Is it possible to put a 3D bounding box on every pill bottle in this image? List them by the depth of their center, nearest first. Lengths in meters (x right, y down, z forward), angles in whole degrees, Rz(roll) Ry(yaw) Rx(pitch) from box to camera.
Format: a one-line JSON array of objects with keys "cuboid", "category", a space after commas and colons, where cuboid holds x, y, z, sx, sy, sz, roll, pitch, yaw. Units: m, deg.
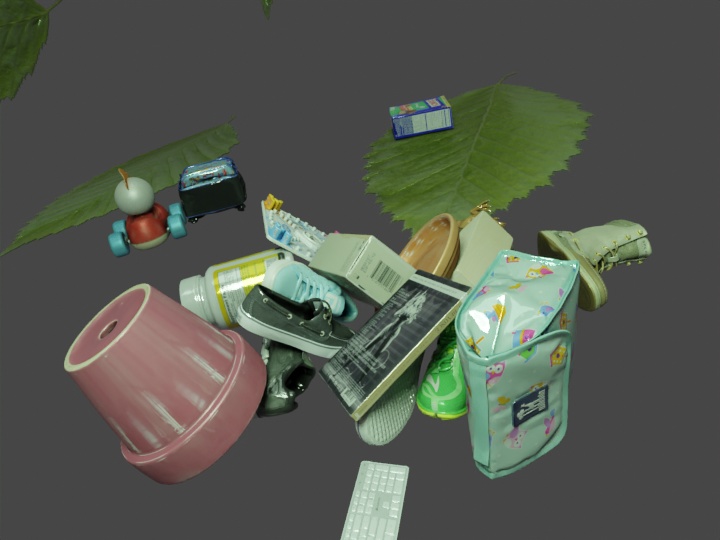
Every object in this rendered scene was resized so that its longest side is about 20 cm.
[{"cuboid": [-0.201, 0.035, 0.920, 0.196, 0.116, 0.115, -15, 28, -5], "category": "pill bottle"}]

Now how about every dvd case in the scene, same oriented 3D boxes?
[{"cuboid": [0.039, 0.083, 0.664, 0.200, 0.016, 0.148, -45, 19, -8], "category": "dvd case"}]

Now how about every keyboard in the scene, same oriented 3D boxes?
[{"cuboid": [0.006, 0.271, 0.518, 0.055, 0.011, 0.201, -4, 30, 17], "category": "keyboard"}]

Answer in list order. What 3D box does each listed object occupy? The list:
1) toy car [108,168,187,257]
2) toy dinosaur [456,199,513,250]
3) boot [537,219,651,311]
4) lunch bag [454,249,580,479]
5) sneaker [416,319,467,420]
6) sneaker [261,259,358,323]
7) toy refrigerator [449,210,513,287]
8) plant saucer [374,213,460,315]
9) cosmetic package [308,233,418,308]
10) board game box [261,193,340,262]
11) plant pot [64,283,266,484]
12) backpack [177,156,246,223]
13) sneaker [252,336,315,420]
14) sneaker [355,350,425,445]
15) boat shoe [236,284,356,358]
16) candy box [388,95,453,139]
[{"cuboid": [-0.561, -0.169, 1.346, 0.181, 0.203, 0.177, -18, 28, -10], "category": "toy car"}, {"cuboid": [0.212, -0.088, 1.023, 0.106, 0.061, 0.198, -34, 35, -32], "category": "toy dinosaur"}, {"cuboid": [0.376, -0.017, 0.818, 0.151, 0.073, 0.201, -9, 28, 2], "category": "boot"}, {"cuboid": [0.171, 0.100, 0.583, 0.120, 0.173, 0.200, 9, 36, 29], "category": "lunch bag"}, {"cuboid": [0.118, 0.108, 0.685, 0.073, 0.085, 0.201, 2, 32, 25], "category": "sneaker"}, {"cuboid": [-0.066, 0.035, 0.810, 0.081, 0.075, 0.199, 11, -7, 31], "category": "sneaker"}, {"cuboid": [0.183, -0.009, 0.858, 0.070, 0.076, 0.201, -46, 6, 38], "category": "toy refrigerator"}, {"cuboid": [0.092, 0.005, 0.830, 0.201, 0.037, 0.201, -53, 13, 17], "category": "plant saucer"}, {"cuboid": [0.000, 0.000, 0.826, 0.074, 0.103, 0.199, -56, 21, -7], "category": "cosmetic package"}, {"cuboid": [-0.089, -0.061, 0.993, 0.026, 0.198, 0.201, -56, 24, 14], "category": "board game box"}, {"cuboid": [-0.244, 0.125, 0.650, 0.198, 0.180, 0.202, -26, 32, 18], "category": "plant pot"}, {"cuboid": [-0.410, -0.236, 1.477, 0.179, 0.137, 0.201, -15, 25, -6], "category": "backpack"}, {"cuboid": [-0.102, 0.132, 0.761, 0.089, 0.067, 0.201, -3, 34, 12], "category": "sneaker"}, {"cuboid": [0.016, 0.145, 0.700, 0.113, 0.073, 0.202, -18, 27, 35], "category": "sneaker"}, {"cuboid": [-0.075, 0.067, 0.748, 0.198, 0.067, 0.070, 23, 18, -28], "category": "boat shoe"}, {"cuboid": [0.199, -0.511, 1.769, 0.196, 0.078, 0.170, -9, 28, 4], "category": "candy box"}]
